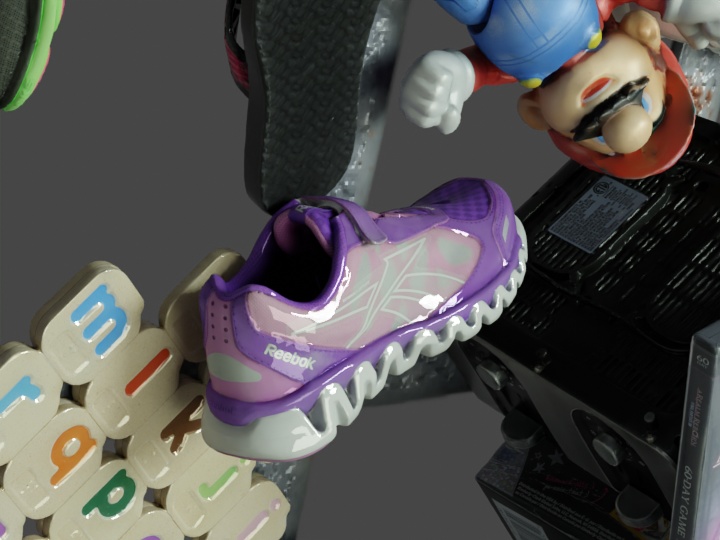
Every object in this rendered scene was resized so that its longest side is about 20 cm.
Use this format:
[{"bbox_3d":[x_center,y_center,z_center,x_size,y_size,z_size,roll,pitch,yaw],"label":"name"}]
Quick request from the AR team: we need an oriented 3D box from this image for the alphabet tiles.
[{"bbox_3d":[-0.103,0.089,0.899,0.196,0.015,0.200,-46,135,-16],"label":"alphabet tiles"}]

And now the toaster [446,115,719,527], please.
[{"bbox_3d":[0.159,0.019,0.994,0.200,0.181,0.119,-44,137,-16],"label":"toaster"}]

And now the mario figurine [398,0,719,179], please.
[{"bbox_3d":[0.095,-0.101,0.911,0.200,0.123,0.106,39,57,-40],"label":"mario figurine"}]

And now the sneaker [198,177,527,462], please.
[{"bbox_3d":[0.000,0.000,0.897,0.200,0.080,0.089,-37,121,-38],"label":"sneaker"}]

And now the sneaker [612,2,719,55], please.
[{"bbox_3d":[0.206,-0.135,1.023,0.200,0.087,0.075,-6,114,-43],"label":"sneaker"}]

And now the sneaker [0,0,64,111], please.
[{"bbox_3d":[-0.158,-0.145,0.697,0.084,0.077,0.200,-22,123,-13],"label":"sneaker"}]

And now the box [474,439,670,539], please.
[{"bbox_3d":[0.171,0.148,1.104,0.115,0.132,0.200,-48,137,-17],"label":"box"}]

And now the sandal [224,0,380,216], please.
[{"bbox_3d":[-0.029,-0.103,0.841,0.075,0.045,0.200,-27,148,-28],"label":"sandal"}]

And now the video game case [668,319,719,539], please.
[{"bbox_3d":[0.196,0.089,0.922,0.143,0.019,0.200,-24,131,-33],"label":"video game case"}]
